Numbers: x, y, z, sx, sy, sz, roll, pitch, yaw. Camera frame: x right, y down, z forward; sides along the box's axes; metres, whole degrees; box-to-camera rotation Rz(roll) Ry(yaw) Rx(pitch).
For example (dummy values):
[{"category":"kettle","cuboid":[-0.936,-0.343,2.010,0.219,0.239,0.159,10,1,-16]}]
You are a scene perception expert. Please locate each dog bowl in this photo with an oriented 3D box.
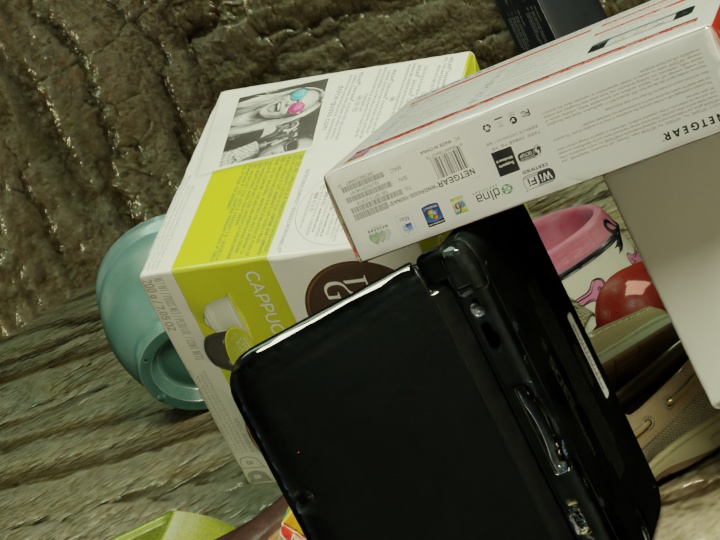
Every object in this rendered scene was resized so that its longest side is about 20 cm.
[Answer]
[{"category":"dog bowl","cuboid":[0.137,0.015,1.343,0.200,0.074,0.200,-27,10,5]}]

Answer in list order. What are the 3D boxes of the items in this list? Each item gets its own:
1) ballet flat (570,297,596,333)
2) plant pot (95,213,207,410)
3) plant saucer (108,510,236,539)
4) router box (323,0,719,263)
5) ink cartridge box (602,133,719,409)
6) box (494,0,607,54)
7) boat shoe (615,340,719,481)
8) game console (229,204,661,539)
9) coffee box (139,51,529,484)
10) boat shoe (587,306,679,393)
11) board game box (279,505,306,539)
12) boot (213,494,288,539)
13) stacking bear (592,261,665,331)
[{"category":"ballet flat","cuboid":[0.143,0.074,1.082,0.075,0.068,0.200,-1,24,18]},{"category":"plant pot","cuboid":[-0.172,0.058,1.688,0.200,0.200,0.134,-25,37,10]},{"category":"plant saucer","cuboid":[-0.188,0.237,1.131,0.199,0.048,0.200,-26,10,8]},{"category":"router box","cuboid":[0.100,-0.082,0.832,0.200,0.049,0.180,-20,11,22]},{"category":"ink cartridge box","cuboid":[0.233,-0.044,0.887,0.144,0.146,0.200,-24,10,21]},{"category":"box","cuboid":[0.355,-0.499,3.091,0.117,0.197,0.200,-29,10,-12]},{"category":"boat shoe","cuboid":[0.133,0.100,0.923,0.200,0.065,0.072,-30,10,-14]},{"category":"game console","cuboid":[0.051,0.084,0.818,0.116,0.200,0.176,-22,11,24]},{"category":"coffee box","cuboid":[0.000,0.000,1.118,0.197,0.200,0.200,-7,39,22]},{"category":"boat shoe","cuboid":[0.099,0.070,0.970,0.200,0.069,0.074,-30,-35,-13]},{"category":"board game box","cuboid":[0.009,0.140,0.965,0.030,0.095,0.200,-51,4,17]},{"category":"boot","cuboid":[-0.087,0.179,1.021,0.166,0.073,0.200,-11,22,16]},{"category":"stacking bear","cuboid":[0.242,-0.002,1.064,0.200,0.114,0.121,-34,11,-12]}]
